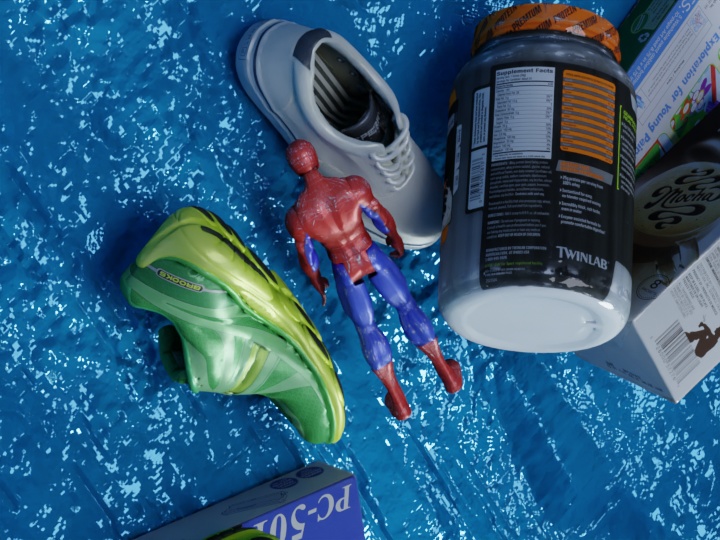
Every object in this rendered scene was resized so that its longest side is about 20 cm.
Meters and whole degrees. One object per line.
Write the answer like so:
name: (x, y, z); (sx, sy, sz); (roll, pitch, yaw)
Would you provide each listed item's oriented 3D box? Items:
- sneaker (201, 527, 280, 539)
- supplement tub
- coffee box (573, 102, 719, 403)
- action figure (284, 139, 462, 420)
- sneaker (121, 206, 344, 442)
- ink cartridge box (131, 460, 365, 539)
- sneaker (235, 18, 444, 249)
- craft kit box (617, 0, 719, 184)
sneaker: (-0.115, 0.225, 1.529); (0.200, 0.074, 0.084); (-28, 111, -30)
supplement tub: (0.113, -0.059, 1.661); (0.122, 0.122, 0.201); (24, 61, -38)
coffee box: (0.228, -0.019, 1.737); (0.200, 0.113, 0.080); (-42, 123, -16)
action figure: (0.000, 0.000, 1.633); (0.065, 0.052, 0.200); (-25, 123, 4)
sneaker: (-0.077, 0.040, 1.589); (0.083, 0.074, 0.200); (-34, 129, 7)
ink cartridge box: (-0.086, 0.197, 1.622); (0.199, 0.044, 0.095); (-20, 110, -34)
sneaker: (0.001, -0.077, 1.627); (0.200, 0.071, 0.073); (44, 71, -37)
craft kit box: (0.237, -0.096, 1.830); (0.198, 0.048, 0.200); (48, 69, -30)
